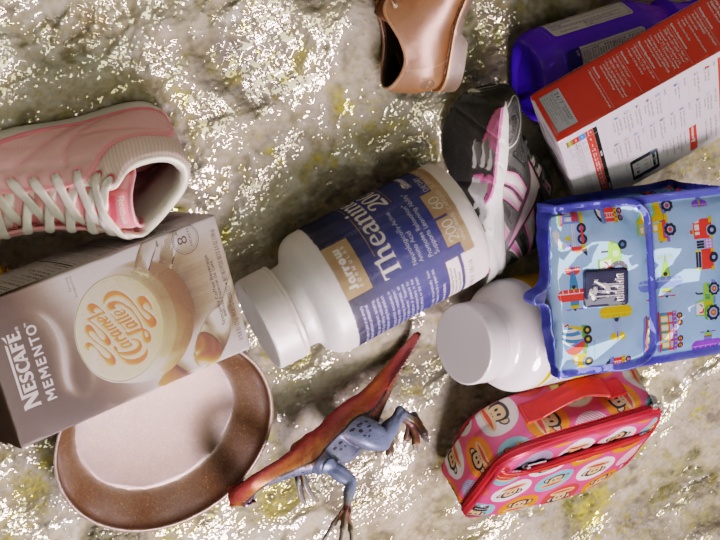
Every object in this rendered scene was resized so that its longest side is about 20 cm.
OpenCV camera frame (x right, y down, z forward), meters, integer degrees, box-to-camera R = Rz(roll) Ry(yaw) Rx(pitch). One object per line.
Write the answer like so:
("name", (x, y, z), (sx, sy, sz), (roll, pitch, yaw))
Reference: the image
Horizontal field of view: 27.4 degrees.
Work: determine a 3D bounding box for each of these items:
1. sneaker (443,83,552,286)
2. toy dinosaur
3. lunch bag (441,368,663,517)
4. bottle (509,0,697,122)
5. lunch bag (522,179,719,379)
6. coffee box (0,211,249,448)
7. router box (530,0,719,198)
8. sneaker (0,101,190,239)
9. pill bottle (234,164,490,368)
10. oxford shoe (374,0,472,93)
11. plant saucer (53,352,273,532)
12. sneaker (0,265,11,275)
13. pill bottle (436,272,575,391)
("sneaker", (0.127, -0.086, 1.301), (0.086, 0.080, 0.200), (-24, 140, -22))
("toy dinosaur", (-0.038, 0.157, 1.345), (0.181, 0.105, 0.201), (2, 84, -37))
("lunch bag", (0.190, 0.160, 1.441), (0.200, 0.082, 0.176), (-12, 150, -25))
("bottle", (0.228, -0.193, 1.290), (0.200, 0.065, 0.084), (-20, 134, -19))
("lunch bag", (0.227, 0.006, 1.300), (0.200, 0.094, 0.151), (-9, 100, -28))
("coffee box", (-0.196, 0.041, 1.106), (0.200, 0.080, 0.115), (-24, 107, -31))
("router box", (0.246, -0.138, 1.263), (0.179, 0.049, 0.200), (-29, 160, 5))
("sneaker", (-0.218, -0.059, 1.086), (0.200, 0.105, 0.075), (-22, 129, -16))
("pill bottle", (0.000, 0.000, 1.246), (0.200, 0.111, 0.111), (-28, 129, -13))
("oxford shoe", (0.047, -0.227, 1.162), (0.071, 0.071, 0.200), (-10, 124, -19))
("plant saucer", (-0.173, 0.136, 1.278), (0.200, 0.037, 0.201), (-15, 124, -23))
("sneaker", (-0.263, 0.036, 1.138), (0.200, 0.073, 0.077), (5, 119, -33))
("pill bottle", (0.167, 0.053, 1.363), (0.200, 0.104, 0.105), (-8, 123, -39))
